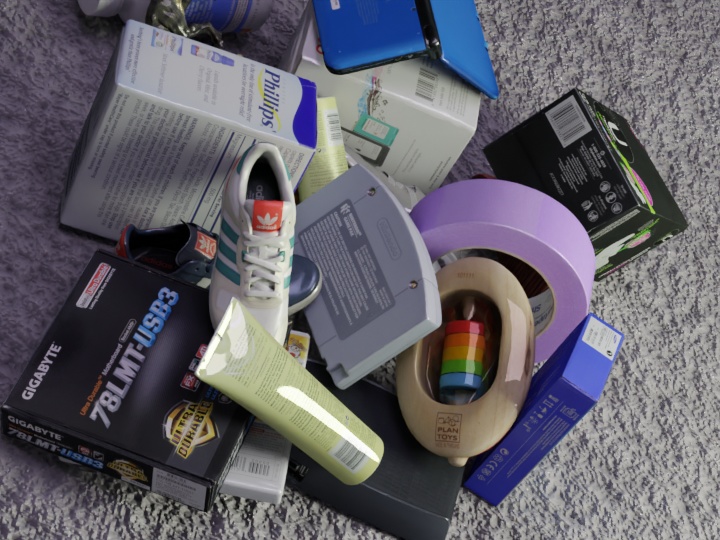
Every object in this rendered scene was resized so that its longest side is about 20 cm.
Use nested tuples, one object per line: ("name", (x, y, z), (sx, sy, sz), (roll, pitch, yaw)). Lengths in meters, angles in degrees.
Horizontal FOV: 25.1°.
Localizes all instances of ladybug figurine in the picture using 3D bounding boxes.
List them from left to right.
("ladybug figurine", (0.103, 0.089, 1.529), (0.135, 0.072, 0.202), (3, 70, 23))

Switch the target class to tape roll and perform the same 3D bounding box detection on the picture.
("tape roll", (0.131, 0.005, 1.610), (0.199, 0.200, 0.066), (26, 47, -8))

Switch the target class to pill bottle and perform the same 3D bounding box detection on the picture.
("pill bottle", (-0.201, -0.315, 1.746), (0.199, 0.112, 0.113), (-4, 56, -32))

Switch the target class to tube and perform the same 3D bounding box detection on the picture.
("tube", (-0.060, 0.111, 1.397), (0.200, 0.052, 0.058), (43, 16, -32))
("tube", (-0.036, -0.074, 1.640), (0.052, 0.058, 0.202), (-24, 104, -76))

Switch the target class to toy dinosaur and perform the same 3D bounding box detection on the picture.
("toy dinosaur", (-0.188, -0.268, 1.674), (0.087, 0.047, 0.202), (1, 98, -24))

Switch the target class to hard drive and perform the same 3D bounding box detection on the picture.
("hard drive", (0.008, 0.166, 1.522), (0.199, 0.042, 0.135), (27, 46, -7))

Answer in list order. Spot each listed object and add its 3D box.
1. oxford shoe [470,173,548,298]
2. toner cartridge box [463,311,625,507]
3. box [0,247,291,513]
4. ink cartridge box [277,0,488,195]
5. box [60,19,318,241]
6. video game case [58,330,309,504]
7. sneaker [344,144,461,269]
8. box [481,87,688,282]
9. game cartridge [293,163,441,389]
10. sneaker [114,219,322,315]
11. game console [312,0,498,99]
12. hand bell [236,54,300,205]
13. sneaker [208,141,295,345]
("oxford shoe", (0.188, -0.025, 1.758), (0.074, 0.071, 0.201), (-3, 57, -37))
("toner cartridge box", (0.172, 0.134, 1.528), (0.043, 0.200, 0.095), (34, 46, 0))
("box", (-0.185, 0.093, 1.428), (0.197, 0.050, 0.201), (22, 48, 5))
("ink cartridge box", (0.013, -0.190, 1.738), (0.199, 0.146, 0.147), (22, 47, -10))
("box", (-0.164, -0.113, 1.552), (0.199, 0.184, 0.105), (18, 41, -16))
("video game case", (-0.155, 0.113, 1.463), (0.198, 0.023, 0.183), (11, 49, -3))
("sneaker", (0.027, -0.065, 1.708), (0.200, 0.075, 0.082), (45, 39, -6))
("box", (0.243, -0.087, 1.730), (0.200, 0.124, 0.149), (13, 48, -64))
("game cartridge", (0.000, 0.000, 1.548), (0.040, 0.133, 0.201), (32, 29, -50))
("sneaker", (-0.134, -0.006, 1.515), (0.198, 0.085, 0.075), (2, 53, -2))
("game console", (0.041, -0.266, 1.700), (0.169, 0.119, 0.201), (-13, 54, 3))
("hand bell", (-0.104, -0.112, 1.674), (0.201, 0.104, 0.104), (53, 47, 0))
("sneaker", (-0.093, -0.019, 1.424), (0.070, 0.093, 0.201), (5, 70, -9))
